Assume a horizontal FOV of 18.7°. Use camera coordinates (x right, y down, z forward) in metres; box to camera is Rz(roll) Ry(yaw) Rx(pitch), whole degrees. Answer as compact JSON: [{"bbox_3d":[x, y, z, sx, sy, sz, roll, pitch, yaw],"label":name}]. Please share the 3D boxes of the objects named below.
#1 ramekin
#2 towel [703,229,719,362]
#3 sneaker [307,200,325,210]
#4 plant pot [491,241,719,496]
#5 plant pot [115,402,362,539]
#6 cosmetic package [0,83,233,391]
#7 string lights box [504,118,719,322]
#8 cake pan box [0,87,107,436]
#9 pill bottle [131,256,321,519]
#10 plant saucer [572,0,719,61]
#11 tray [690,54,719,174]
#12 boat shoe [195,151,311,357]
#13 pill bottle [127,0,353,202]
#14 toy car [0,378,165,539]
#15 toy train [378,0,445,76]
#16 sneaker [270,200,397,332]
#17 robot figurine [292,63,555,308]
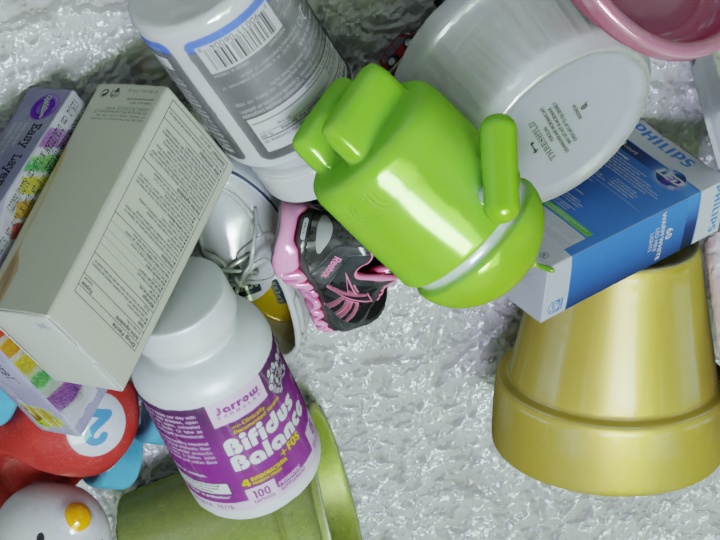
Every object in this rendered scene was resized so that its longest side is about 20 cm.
[{"bbox_3d":[0.130,-0.136,1.653,0.202,0.094,0.203,-26,146,-19],"label":"ramekin"},{"bbox_3d":[0.327,0.085,1.842,0.032,0.200,0.191,-11,162,14],"label":"towel"},{"bbox_3d":[0.038,-0.050,1.738,0.200,0.072,0.083,-1,129,-21],"label":"sneaker"},{"bbox_3d":[0.214,0.062,1.829,0.200,0.201,0.189,-6,115,-17],"label":"plant pot"},{"bbox_3d":[-0.102,0.232,1.851,0.184,0.201,0.201,-15,132,6],"label":"plant pot"},{"bbox_3d":[-0.180,-0.026,1.568,0.105,0.071,0.200,52,54,-43],"label":"cosmetic package"},{"bbox_3d":[0.185,-0.043,1.738,0.200,0.103,0.059,-25,137,-31],"label":"string lights box"},{"bbox_3d":[-0.224,-0.008,1.612,0.200,0.052,0.184,-62,140,-28],"label":"cake pan box"},{"bbox_3d":[-0.109,0.088,1.658,0.112,0.112,0.200,-24,131,-1],"label":"pill bottle"},{"bbox_3d":[0.206,-0.246,1.593,0.200,0.201,0.051,16,159,-31],"label":"plant saucer"},{"bbox_3d":[0.303,-0.090,1.790,0.022,0.108,0.200,-16,133,10],"label":"tray"},{"bbox_3d":[-0.092,-0.001,1.708,0.074,0.086,0.202,-7,137,16],"label":"boat shoe"},{"bbox_3d":[-0.074,-0.147,1.586,0.114,0.114,0.200,-31,132,4],"label":"pill bottle"},{"bbox_3d":[-0.236,0.181,1.709,0.184,0.200,0.177,9,147,-32],"label":"toy car"},{"bbox_3d":[0.038,-0.160,1.666,0.200,0.046,0.034,-48,147,16],"label":"toy train"},{"bbox_3d":[0.000,0.000,1.713,0.095,0.079,0.200,0,164,17],"label":"sneaker"},{"bbox_3d":[0.048,-0.054,1.551,0.200,0.175,0.116,43,61,-17],"label":"robot figurine"}]
